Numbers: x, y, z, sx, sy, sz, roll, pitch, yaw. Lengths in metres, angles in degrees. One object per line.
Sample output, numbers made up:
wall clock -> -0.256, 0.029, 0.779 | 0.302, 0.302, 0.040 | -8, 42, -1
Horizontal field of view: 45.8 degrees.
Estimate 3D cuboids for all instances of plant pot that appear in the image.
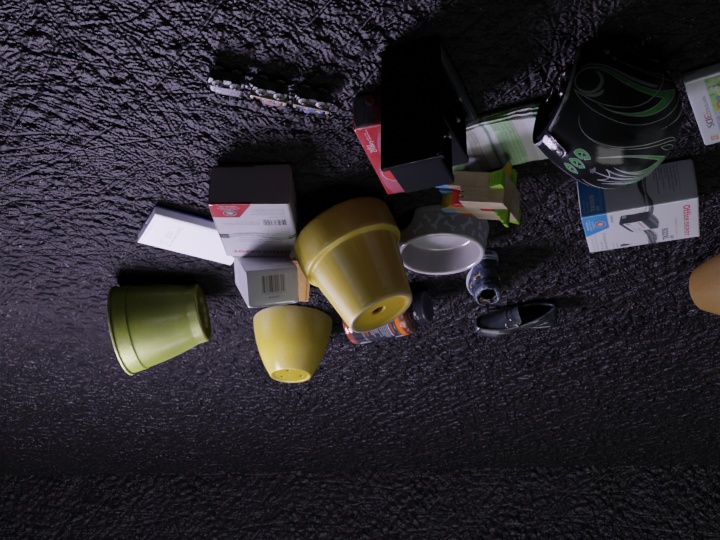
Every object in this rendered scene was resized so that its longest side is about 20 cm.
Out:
plant pot -> -0.168, 0.190, 2.084 | 0.196, 0.144, 0.201 | 1, 153, 0
plant pot -> 0.000, 0.000, 1.571 | 0.198, 0.191, 0.202 | -22, 155, -11
plant pot -> -0.441, 0.114, 1.914 | 0.190, 0.203, 0.201 | -12, 154, -1
plant pot -> 0.771, 0.025, 1.713 | 0.184, 0.190, 0.199 | 16, 164, -28

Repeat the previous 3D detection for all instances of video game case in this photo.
video game case -> 0.603, -0.267, 1.279 | 0.197, 0.022, 0.182 | -14, 150, 27

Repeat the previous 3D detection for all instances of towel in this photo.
towel -> 0.222, -0.206, 1.404 | 0.197, 0.031, 0.149 | -11, 151, 22

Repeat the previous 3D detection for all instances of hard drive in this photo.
hard drive -> -0.331, -0.068, 1.702 | 0.197, 0.026, 0.132 | 14, 151, -25

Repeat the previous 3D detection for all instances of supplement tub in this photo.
supplement tub -> 0.064, 0.101, 1.939 | 0.197, 0.109, 0.107 | -12, 151, 26

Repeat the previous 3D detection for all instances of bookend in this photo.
bookend -> 0.106, -0.192, 1.243 | 0.091, 0.203, 0.199 | -10, 151, 21

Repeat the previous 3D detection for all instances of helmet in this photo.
helmet -> 0.361, -0.216, 1.221 | 0.188, 0.202, 0.201 | 21, 152, -3

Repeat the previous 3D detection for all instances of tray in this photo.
tray -> -0.156, 0.011, 1.844 | 0.097, 0.038, 0.201 | 3, 153, -4

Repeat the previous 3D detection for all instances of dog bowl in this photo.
dog bowl -> 0.157, -0.055, 1.679 | 0.196, 0.060, 0.201 | 0, 154, 0

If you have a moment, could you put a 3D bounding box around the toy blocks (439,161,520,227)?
toy blocks -> 0.197, -0.129, 1.477 | 0.134, 0.102, 0.200 | 5, 174, 21

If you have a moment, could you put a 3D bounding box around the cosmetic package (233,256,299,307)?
cosmetic package -> -0.185, 0.010, 1.643 | 0.100, 0.075, 0.200 | -5, -168, -13

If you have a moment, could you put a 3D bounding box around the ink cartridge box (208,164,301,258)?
ink cartridge box -> -0.188, -0.106, 1.556 | 0.144, 0.084, 0.201 | 0, 154, 1

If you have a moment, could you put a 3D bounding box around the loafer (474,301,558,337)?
loafer -> 0.364, 0.108, 1.996 | 0.197, 0.069, 0.071 | -9, 145, 8

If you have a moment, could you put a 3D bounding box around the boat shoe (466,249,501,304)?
boat shoe -> 0.264, 0.041, 1.830 | 0.069, 0.092, 0.201 | -2, 154, 5

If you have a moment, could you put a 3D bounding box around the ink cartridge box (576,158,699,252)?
ink cartridge box -> 0.498, -0.112, 1.523 | 0.197, 0.085, 0.145 | -9, 152, 19

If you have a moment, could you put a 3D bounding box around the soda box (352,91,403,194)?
soda box -> 0.049, -0.203, 1.378 | 0.069, 0.064, 0.200 | -7, 153, 16

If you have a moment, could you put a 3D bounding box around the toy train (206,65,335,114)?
toy train -> -0.134, -0.268, 1.286 | 0.197, 0.035, 0.046 | 9, 156, -15
